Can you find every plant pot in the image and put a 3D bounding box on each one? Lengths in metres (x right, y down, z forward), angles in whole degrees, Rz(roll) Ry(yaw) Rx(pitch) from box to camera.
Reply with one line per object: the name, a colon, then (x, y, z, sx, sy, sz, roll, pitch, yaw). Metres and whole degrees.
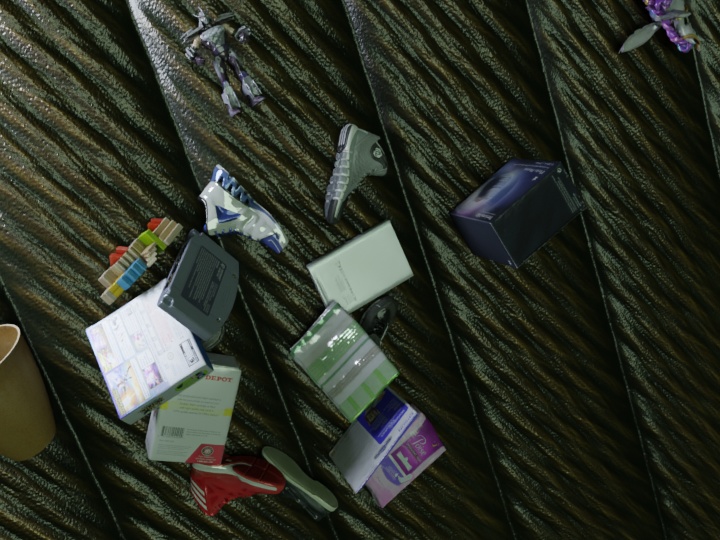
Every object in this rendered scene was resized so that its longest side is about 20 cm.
plant pot: (-0.631, 0.232, 1.356, 0.184, 0.186, 0.202, -31, 121, -11)

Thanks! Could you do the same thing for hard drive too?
hard drive: (0.000, 0.000, 1.597, 0.198, 0.027, 0.134, -30, 106, -11)

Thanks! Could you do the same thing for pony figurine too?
pony figurine: (0.664, -0.569, 1.680, 0.190, 0.166, 0.204, -14, 88, -23)

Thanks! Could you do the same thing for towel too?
towel: (-0.036, 0.182, 1.539, 0.149, 0.031, 0.200, -47, 72, 8)

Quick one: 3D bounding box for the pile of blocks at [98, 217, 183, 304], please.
pile of blocks: (-0.420, -0.028, 1.421, 0.062, 0.082, 0.201, 43, 84, -19)

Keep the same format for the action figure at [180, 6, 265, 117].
action figure: (-0.252, -0.396, 1.429, 0.129, 0.069, 0.203, -28, 103, -7)

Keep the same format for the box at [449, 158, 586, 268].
box: (0.320, -0.125, 1.593, 0.198, 0.200, 0.124, -41, 109, -9)

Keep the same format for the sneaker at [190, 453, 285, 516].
sneaker: (-0.250, 0.439, 1.545, 0.196, 0.078, 0.118, 15, 107, 11)

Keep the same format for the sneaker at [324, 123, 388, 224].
sneaker: (0.001, -0.184, 1.544, 0.113, 0.075, 0.204, 12, 94, -22)

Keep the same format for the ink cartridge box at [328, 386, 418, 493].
ink cartridge box: (0.032, 0.347, 1.569, 0.043, 0.200, 0.199, 40, 86, -19)

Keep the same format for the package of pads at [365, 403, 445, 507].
package of pads: (0.080, 0.400, 1.661, 0.199, 0.076, 0.121, -39, 111, -9)

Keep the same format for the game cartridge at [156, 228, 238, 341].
game cartridge: (-0.293, 0.029, 1.428, 0.132, 0.202, 0.041, 38, 128, -23)

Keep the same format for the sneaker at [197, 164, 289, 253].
sneaker: (-0.240, -0.093, 1.480, 0.115, 0.081, 0.199, -46, 102, -3)

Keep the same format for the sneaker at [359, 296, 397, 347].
sneaker: (0.019, 0.144, 1.591, 0.066, 0.090, 0.201, 41, 85, -20)

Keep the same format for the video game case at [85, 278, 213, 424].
video game case: (-0.387, 0.146, 1.403, 0.179, 0.046, 0.202, -31, 63, -2)

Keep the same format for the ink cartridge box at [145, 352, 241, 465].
ink cartridge box: (-0.324, 0.262, 1.488, 0.143, 0.083, 0.204, 11, 100, -23)

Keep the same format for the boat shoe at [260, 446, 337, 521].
boat shoe: (-0.140, 0.449, 1.596, 0.198, 0.075, 0.066, 39, 104, -12)

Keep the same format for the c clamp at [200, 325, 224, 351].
c clamp: (-0.355, 0.099, 1.497, 0.199, 0.027, 0.172, -37, 113, -11)
